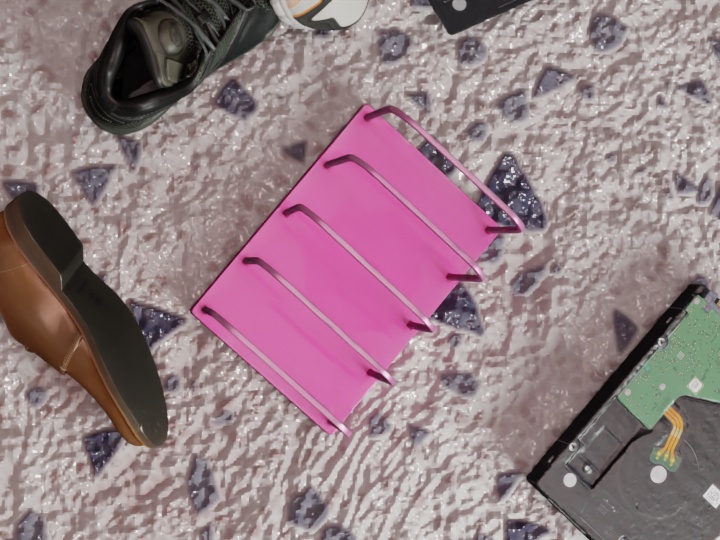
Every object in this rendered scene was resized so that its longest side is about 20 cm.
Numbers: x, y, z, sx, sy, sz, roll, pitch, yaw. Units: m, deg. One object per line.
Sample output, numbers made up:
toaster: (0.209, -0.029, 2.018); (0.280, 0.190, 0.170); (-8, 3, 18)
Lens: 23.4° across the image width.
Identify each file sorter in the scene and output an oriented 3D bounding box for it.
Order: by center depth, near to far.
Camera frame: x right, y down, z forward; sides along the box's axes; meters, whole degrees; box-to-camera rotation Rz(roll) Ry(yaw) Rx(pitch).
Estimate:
file sorter: (0.000, 0.000, 1.223); (0.139, 0.125, 0.200); (41, 84, -8)

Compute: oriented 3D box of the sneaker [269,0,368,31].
sneaker: (-0.028, -0.216, 1.184); (0.079, 0.200, 0.074); (13, 77, 23)

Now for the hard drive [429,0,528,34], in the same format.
hard drive: (0.078, -0.278, 1.211); (0.139, 0.038, 0.201); (-22, 120, 22)

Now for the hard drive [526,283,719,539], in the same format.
hard drive: (0.239, 0.129, 1.315); (0.140, 0.038, 0.200); (42, 85, -9)

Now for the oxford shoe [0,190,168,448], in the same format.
oxford shoe: (-0.204, 0.045, 1.226); (0.071, 0.071, 0.201); (-30, 97, 19)

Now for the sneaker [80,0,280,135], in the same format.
sneaker: (-0.108, -0.173, 1.207); (0.199, 0.114, 0.076); (-41, 99, -10)
